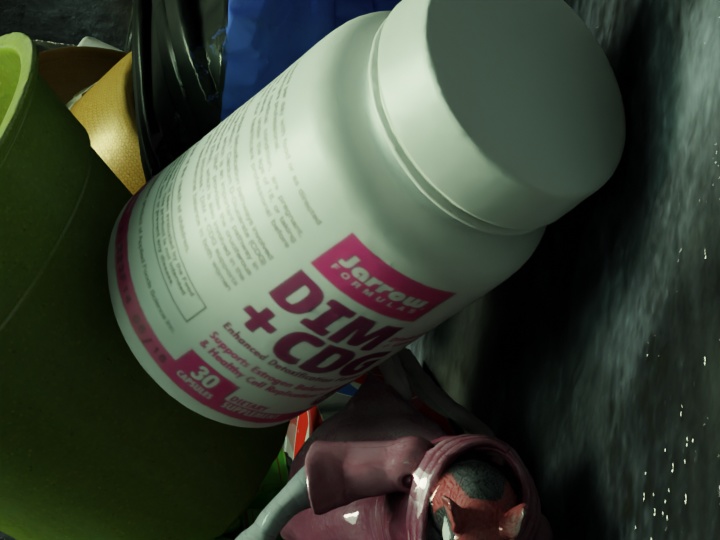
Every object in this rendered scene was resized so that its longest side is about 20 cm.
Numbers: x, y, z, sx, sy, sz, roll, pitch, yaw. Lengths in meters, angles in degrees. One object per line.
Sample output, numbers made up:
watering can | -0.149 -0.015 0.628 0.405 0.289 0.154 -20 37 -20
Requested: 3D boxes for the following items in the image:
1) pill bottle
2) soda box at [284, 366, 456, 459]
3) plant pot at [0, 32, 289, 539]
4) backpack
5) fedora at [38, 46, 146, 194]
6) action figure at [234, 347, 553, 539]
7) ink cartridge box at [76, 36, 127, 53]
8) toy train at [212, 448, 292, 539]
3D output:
pill bottle | 0.000 -0.027 0.991 0.200 0.113 0.114 -36 43 43
soda box | 0.007 0.095 1.199 0.200 0.063 0.070 -119 35 -74
plant pot | -0.134 0.036 1.107 0.200 0.190 0.200 -41 23 21
backpack | -0.016 -0.110 1.154 0.163 0.167 0.201 105 167 -56
fedora | -0.087 -0.055 1.257 0.082 0.200 0.201 -46 30 34
action figure | 0.037 0.100 0.991 0.149 0.134 0.200 -52 3 -20
ink cartridge box | -0.144 -0.012 1.463 0.146 0.084 0.200 -60 -13 -23
toy train | -0.047 0.127 1.140 0.200 0.056 0.042 -108 20 -69
